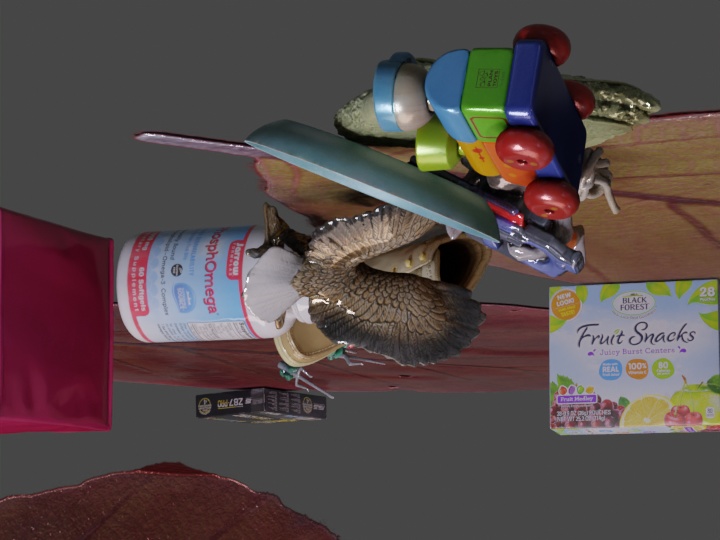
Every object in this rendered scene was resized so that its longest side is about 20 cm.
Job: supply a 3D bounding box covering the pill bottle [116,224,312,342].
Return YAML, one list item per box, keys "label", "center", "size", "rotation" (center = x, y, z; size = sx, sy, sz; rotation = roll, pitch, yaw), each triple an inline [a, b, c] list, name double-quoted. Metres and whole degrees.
- label: "pill bottle"
  center: [-0.125, 0.012, 1.912]
  size: [0.198, 0.110, 0.109]
  rotation: [-4, 171, 19]

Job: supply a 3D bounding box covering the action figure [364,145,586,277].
- label: "action figure"
  center: [0.102, -0.069, 1.566]
  size: [0.199, 0.105, 0.194]
  rotation: [29, 169, 10]

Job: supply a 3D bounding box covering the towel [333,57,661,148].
- label: "towel"
  center: [0.091, -0.109, 1.367]
  size: [0.198, 0.037, 0.148]
  rotation: [2, 172, -18]

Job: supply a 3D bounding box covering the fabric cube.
- label: "fabric cube"
  center: [-0.369, 0.056, 1.910]
  size: [0.198, 0.199, 0.199]
  rotation: [-5, 172, 24]

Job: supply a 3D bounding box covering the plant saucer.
- label: "plant saucer"
  center: [0.013, -0.068, 1.440]
  size: [0.198, 0.028, 0.200]
  rotation: [21, -179, 0]

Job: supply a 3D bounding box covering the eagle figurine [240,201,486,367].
- label: "eagle figurine"
  center: [0.002, -0.006, 1.765]
  size: [0.198, 0.152, 0.152]
  rotation: [8, 162, 22]

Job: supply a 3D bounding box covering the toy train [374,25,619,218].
- label: "toy train"
  center: [0.088, -0.077, 1.263]
  size: [0.115, 0.085, 0.200]
  rotation: [4, 158, 21]

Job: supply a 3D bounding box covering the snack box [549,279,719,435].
- label: "snack box"
  center: [0.319, 0.101, 2.298]
  size: [0.198, 0.171, 0.068]
  rotation: [-2, 168, 16]

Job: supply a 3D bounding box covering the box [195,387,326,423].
- label: "box"
  center: [-0.181, 0.249, 3.658]
  size: [0.160, 0.050, 0.199]
  rotation: [-9, 167, 32]

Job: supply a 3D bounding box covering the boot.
- label: "boot"
  center: [0.022, 0.025, 1.949]
  size: [0.199, 0.073, 0.155]
  rotation: [-29, -171, -37]

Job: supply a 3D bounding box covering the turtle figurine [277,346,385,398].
- label: "turtle figurine"
  center: [-0.071, 0.075, 2.360]
  size: [0.198, 0.102, 0.150]
  rotation: [17, 153, -10]
